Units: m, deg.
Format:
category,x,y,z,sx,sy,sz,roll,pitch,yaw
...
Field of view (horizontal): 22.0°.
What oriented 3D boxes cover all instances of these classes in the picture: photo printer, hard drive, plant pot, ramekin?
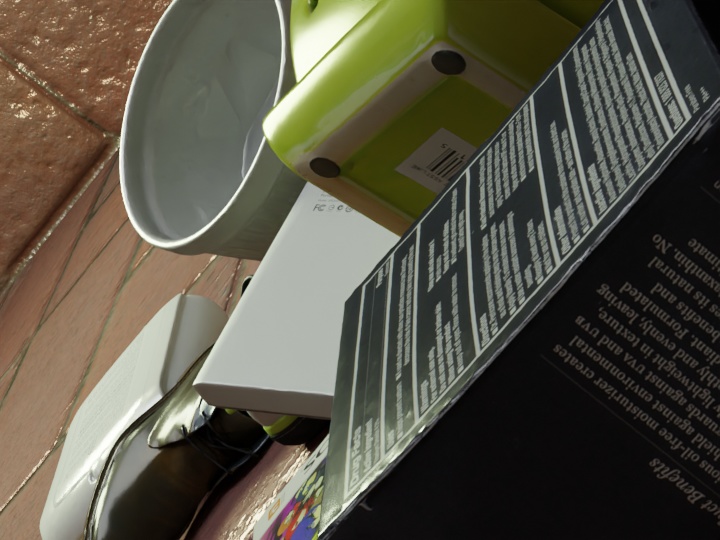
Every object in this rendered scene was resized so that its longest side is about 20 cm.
category,x,y,z,sx,sy,sz,roll,pitch,yaw
photo printer,-0.164,0.123,1.377,0.166,0.069,0.200,-49,15,18
hard drive,0.000,0.000,1.088,0.132,0.027,0.200,3,50,34
plant pot,0.077,-0.108,0.880,0.199,0.200,0.182,-36,30,51
ramekin,-0.069,-0.099,1.256,0.200,0.105,0.201,-24,58,47

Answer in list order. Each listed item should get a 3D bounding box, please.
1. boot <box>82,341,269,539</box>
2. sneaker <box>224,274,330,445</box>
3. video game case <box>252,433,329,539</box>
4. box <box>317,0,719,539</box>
category,x,y,z,sx,sy,sz,roll,pitch,yaw
boot,-0.112,0.114,1.215,0.200,0.075,0.097,-59,11,-27
sneaker,-0.030,0.017,1.157,0.072,0.083,0.200,-39,20,45
video game case,0.009,0.115,0.884,0.181,0.036,0.200,-51,14,17
box,0.094,0.014,0.658,0.198,0.123,0.200,-48,13,19
